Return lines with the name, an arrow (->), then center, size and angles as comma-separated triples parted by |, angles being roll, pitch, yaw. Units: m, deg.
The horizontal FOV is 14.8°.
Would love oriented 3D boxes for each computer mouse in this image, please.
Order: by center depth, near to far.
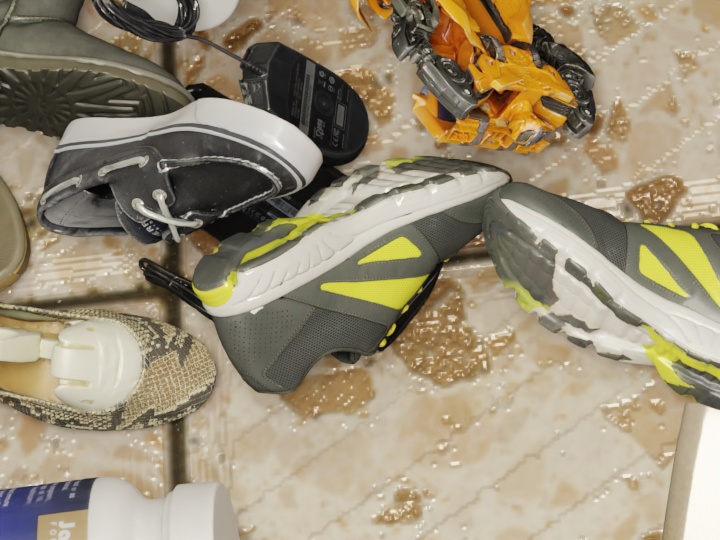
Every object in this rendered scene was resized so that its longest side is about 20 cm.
computer mouse -> -0.073, -0.111, 1.529 | 0.034, 0.200, 0.059 | -22, 49, 43

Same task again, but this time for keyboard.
keyboard -> -0.059, -0.015, 1.559 | 0.200, 0.021, 0.127 | 34, 70, 22

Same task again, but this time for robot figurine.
robot figurine -> 0.051, -0.141, 1.547 | 0.058, 0.145, 0.201 | -49, 52, 33

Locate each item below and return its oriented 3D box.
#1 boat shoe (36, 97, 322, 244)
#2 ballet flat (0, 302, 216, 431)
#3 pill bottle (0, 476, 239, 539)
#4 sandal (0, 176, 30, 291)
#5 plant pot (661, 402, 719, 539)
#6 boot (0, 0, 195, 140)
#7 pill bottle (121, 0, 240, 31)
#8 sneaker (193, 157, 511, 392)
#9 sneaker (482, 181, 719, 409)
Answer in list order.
boat shoe -> -0.104, -0.046, 1.491 | 0.199, 0.072, 0.068 | 1, 57, 43
ballet flat -> -0.182, 0.048, 1.518 | 0.199, 0.075, 0.068 | 9, 84, 12
pill bottle -> -0.164, 0.169, 1.439 | 0.199, 0.116, 0.116 | -8, 65, 5
sandal -> -0.254, -0.069, 1.594 | 0.080, 0.054, 0.201 | -23, 64, -2
plant pot -> 0.232, 0.192, 1.331 | 0.199, 0.200, 0.178 | 17, 81, 16
boot -> -0.165, -0.171, 1.616 | 0.181, 0.073, 0.201 | 14, 50, 0
pill bottle -> -0.079, -0.238, 1.583 | 0.113, 0.114, 0.201 | 12, 52, 14
sneaker -> 0.000, 0.000, 1.492 | 0.199, 0.085, 0.074 | -24, 21, -27
sneaker -> 0.158, 0.006, 1.480 | 0.199, 0.075, 0.085 | 33, 61, -1
